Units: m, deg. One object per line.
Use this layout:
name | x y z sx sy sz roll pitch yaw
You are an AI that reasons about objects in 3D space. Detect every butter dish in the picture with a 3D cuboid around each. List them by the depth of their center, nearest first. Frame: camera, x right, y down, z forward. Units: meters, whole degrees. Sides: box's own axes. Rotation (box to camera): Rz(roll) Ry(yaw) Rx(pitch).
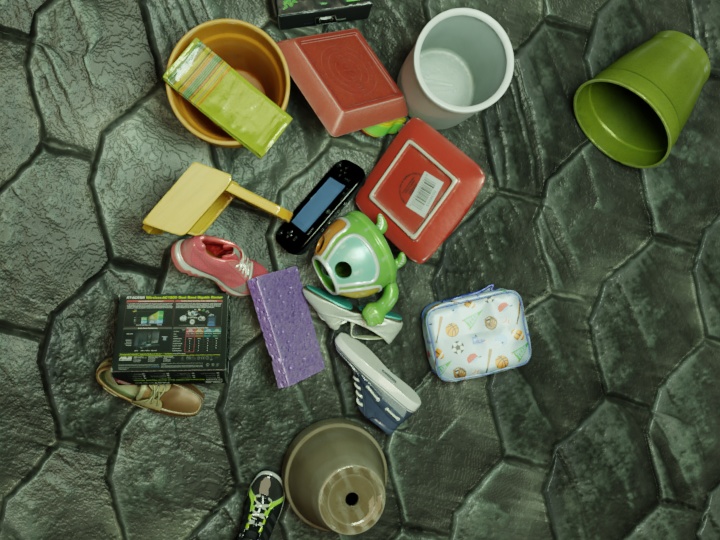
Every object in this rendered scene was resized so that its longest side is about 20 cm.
butter dish | 0.127 -0.136 1.365 0.199 0.147 0.201 45 108 28

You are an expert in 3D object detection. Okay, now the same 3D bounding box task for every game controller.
game controller | -0.072 -0.114 1.364 0.042 0.104 0.200 42 87 -28

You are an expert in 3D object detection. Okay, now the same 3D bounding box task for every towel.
towel | -0.210 -0.273 1.201 0.199 0.018 0.086 39 88 -6

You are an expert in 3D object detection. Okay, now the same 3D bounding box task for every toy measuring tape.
toy measuring tape | 0.057 -0.256 1.384 0.199 0.074 0.074 39 88 -6

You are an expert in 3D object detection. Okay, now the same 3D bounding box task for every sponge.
sponge | -0.131 0.099 1.363 0.030 0.111 0.202 -14 93 37

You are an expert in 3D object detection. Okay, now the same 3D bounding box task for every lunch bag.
lunch bag | 0.218 0.114 1.412 0.198 0.076 0.162 -12 91 -4

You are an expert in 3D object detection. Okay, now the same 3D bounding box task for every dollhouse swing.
dollhouse swing | -0.237 -0.083 1.297 0.176 0.200 0.182 41 88 -6

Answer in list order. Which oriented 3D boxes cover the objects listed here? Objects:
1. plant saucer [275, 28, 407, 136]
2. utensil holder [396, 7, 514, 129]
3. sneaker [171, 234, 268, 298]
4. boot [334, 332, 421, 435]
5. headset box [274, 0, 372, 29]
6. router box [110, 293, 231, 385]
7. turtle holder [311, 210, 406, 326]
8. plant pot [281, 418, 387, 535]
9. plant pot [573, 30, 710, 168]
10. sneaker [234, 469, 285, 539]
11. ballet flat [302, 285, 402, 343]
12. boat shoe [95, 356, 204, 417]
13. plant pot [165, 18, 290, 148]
plant saucer | -0.025 -0.340 1.315 0.199 0.037 0.201 -24 77 -41
utensil holder | 0.157 -0.341 1.325 0.168 0.200 0.172 0 89 -7
sneaker | -0.227 -0.009 1.319 0.199 0.086 0.075 22 56 -40
boot | 0.011 0.212 1.398 0.200 0.073 0.091 42 106 5
headset box | -0.076 -0.538 1.353 0.172 0.093 0.202 -8 93 -5
router box | -0.329 0.120 1.329 0.198 0.062 0.151 0 60 -6
turtle holder | -0.007 -0.007 1.349 0.131 0.141 0.187 -32 127 -21
plant pot | -0.032 0.377 1.334 0.198 0.173 0.203 0 90 -13
plant pot | 0.530 -0.327 1.384 0.200 0.200 0.193 46 75 -5
sneaker | -0.186 0.468 1.376 0.071 0.083 0.202 16 89 -6
ballet flat | -0.020 0.088 1.395 0.198 0.069 0.070 19 90 -9
boat shoe | -0.381 0.216 1.354 0.198 0.074 0.076 19 90 -6
plant pot | -0.221 -0.304 1.300 0.198 0.183 0.203 0 91 -6
